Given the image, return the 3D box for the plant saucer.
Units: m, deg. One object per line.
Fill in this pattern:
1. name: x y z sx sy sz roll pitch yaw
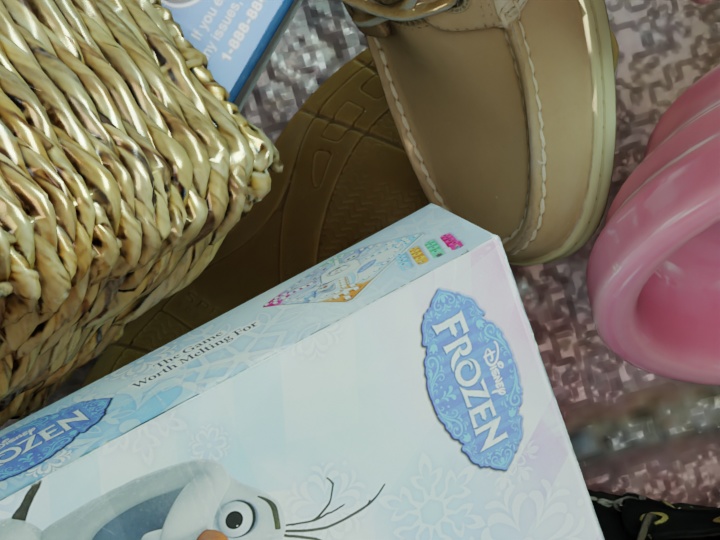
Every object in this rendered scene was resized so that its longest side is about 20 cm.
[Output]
1. plant saucer: 0.156 -0.027 0.817 0.199 0.201 0.051 -12 70 0

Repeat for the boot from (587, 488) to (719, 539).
1. boot: 0.114 0.074 0.832 0.203 0.154 0.074 22 53 -6

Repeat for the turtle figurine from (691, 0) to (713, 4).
1. turtle figurine: 0.111 -0.179 0.749 0.194 0.144 0.200 34 133 -27

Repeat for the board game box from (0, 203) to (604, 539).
1. board game box: -0.025 0.116 0.769 0.198 0.043 0.201 -27 113 -16

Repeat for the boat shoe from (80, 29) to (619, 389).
1. boat shoe: 0.000 0.000 0.877 0.200 0.069 0.071 -44 59 -15

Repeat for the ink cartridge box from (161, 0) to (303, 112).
1. ink cartridge box: -0.126 -0.088 0.859 0.199 0.086 0.147 31 92 0

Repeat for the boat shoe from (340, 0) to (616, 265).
1. boat shoe: 0.011 -0.092 0.794 0.071 0.064 0.201 -8 103 42

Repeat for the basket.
1. basket: -0.147 -0.047 0.723 0.143 0.149 0.200 -39 84 28
